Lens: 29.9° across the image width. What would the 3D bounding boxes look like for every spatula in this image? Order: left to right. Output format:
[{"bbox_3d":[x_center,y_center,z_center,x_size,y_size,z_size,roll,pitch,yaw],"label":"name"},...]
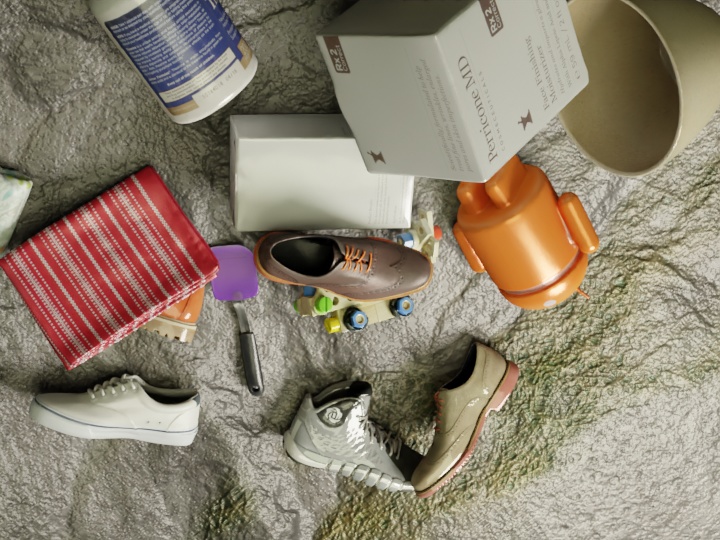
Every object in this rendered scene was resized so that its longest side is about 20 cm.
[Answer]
[{"bbox_3d":[-0.136,0.062,1.571,0.056,0.021,0.201,-6,120,6],"label":"spatula"}]

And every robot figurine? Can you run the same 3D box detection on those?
[{"bbox_3d":[0.186,-0.038,1.529,0.143,0.117,0.200,-32,118,5],"label":"robot figurine"}]

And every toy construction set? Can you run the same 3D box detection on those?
[{"bbox_3d":[0.000,0.000,1.536,0.199,0.092,0.132,-14,93,-12],"label":"toy construction set"}]

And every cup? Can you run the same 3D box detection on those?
[{"bbox_3d":[0.315,-0.219,1.443,0.143,0.200,0.202,-24,122,-29],"label":"cup"}]

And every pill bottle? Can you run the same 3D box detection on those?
[{"bbox_3d":[-0.199,-0.257,1.351,0.111,0.111,0.200,-32,118,6],"label":"pill bottle"}]

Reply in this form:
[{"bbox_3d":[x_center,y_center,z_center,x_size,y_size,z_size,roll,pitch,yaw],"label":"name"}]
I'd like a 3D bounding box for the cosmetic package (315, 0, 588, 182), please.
[{"bbox_3d":[0.095,-0.212,1.353,0.200,0.164,0.166,-44,125,-33],"label":"cosmetic package"}]

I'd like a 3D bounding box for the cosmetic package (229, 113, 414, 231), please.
[{"bbox_3d":[-0.043,-0.108,1.473,0.198,0.081,0.114,1,116,-10],"label":"cosmetic package"}]

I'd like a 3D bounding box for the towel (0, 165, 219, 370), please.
[{"bbox_3d":[-0.268,-0.005,1.453,0.199,0.022,0.145,-33,90,-12],"label":"towel"}]

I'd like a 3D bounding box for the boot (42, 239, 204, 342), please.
[{"bbox_3d":[-0.266,-0.001,1.498,0.199,0.075,0.108,19,92,-13],"label":"boot"}]

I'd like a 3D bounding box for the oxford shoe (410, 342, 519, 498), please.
[{"bbox_3d":[0.109,0.179,1.635,0.075,0.070,0.201,37,78,-17],"label":"oxford shoe"}]

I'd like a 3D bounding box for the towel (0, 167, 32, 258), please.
[{"bbox_3d":[-0.473,-0.057,1.434,0.199,0.048,0.172,21,111,-20],"label":"towel"}]

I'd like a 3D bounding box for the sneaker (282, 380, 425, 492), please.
[{"bbox_3d":[0.013,0.195,1.638,0.199,0.075,0.116,15,110,-16],"label":"sneaker"}]

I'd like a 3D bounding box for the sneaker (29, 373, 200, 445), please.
[{"bbox_3d":[-0.282,0.154,1.569,0.199,0.073,0.071,8,106,-25],"label":"sneaker"}]

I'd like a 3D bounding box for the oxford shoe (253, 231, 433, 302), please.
[{"bbox_3d":[-0.013,-0.004,1.448,0.198,0.073,0.072,4,87,-13],"label":"oxford shoe"}]
